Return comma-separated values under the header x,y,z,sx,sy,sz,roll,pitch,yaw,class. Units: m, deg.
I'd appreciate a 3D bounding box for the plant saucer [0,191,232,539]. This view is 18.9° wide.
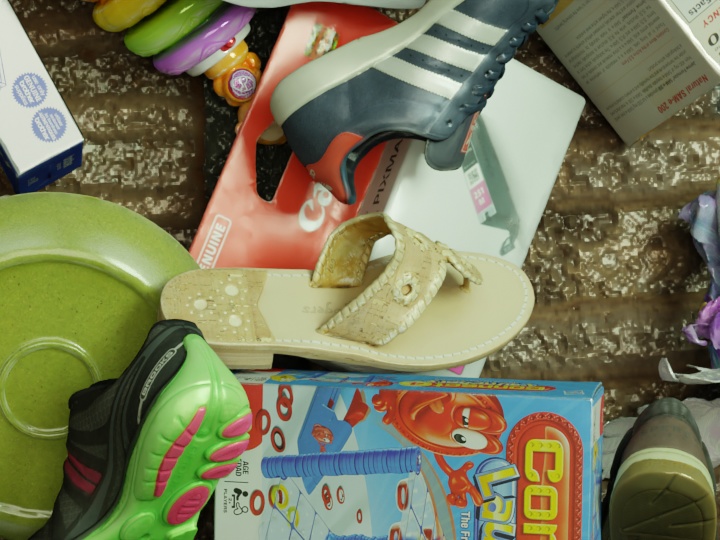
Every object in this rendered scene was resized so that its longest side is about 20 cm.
x,y,z,sx,sy,sz,roll,pitch,yaw,class
-0.165,0.059,1.153,0.198,0.031,0.202,-3,108,-8,plant saucer

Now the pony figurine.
x,y,z,sx,sy,sz,roll,pitch,yaw,class
0.228,0.052,1.204,0.191,0.167,0.202,9,68,-15,pony figurine

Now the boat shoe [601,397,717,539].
x,y,z,sx,sy,sz,roll,pitch,yaw,class
0.161,0.145,1.165,0.071,0.202,0.066,10,52,10,boat shoe

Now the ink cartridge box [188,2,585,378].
x,y,z,sx,sy,sz,roll,pitch,yaw,class
0.014,-0.042,1.203,0.173,0.043,0.201,26,81,-22,ink cartridge box

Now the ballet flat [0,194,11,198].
x,y,z,sx,sy,sz,roll,pitch,yaw,class
-0.214,-0.016,1.180,0.199,0.069,0.072,25,53,-13,ballet flat

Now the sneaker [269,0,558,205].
x,y,z,sx,sy,sz,roll,pitch,yaw,class
0.054,-0.103,1.152,0.199,0.075,0.085,-29,84,12,sneaker

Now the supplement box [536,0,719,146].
x,y,z,sx,sy,sz,roll,pitch,yaw,class
0.137,-0.182,1.209,0.073,0.126,0.200,-39,92,-22,supplement box

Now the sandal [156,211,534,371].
x,y,z,sx,sy,sz,roll,pitch,yaw,class
0.002,0.004,1.124,0.210,0.070,0.078,-4,51,-17,sandal

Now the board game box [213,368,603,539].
x,y,z,sx,sy,sz,roll,pitch,yaw,class
0.024,0.155,1.115,0.194,0.056,0.202,1,94,12,board game box

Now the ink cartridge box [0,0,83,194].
x,y,z,sx,sy,sz,roll,pitch,yaw,class
-0.215,-0.141,1.173,0.044,0.094,0.201,-29,89,-10,ink cartridge box

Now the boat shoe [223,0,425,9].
x,y,z,sx,sy,sz,roll,pitch,yaw,class
-0.032,-0.178,1.152,0.199,0.069,0.057,-4,126,-45,boat shoe

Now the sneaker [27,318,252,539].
x,y,z,sx,sy,sz,roll,pitch,yaw,class
-0.120,0.102,1.118,0.076,0.200,0.084,11,43,-37,sneaker

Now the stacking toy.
x,y,z,sx,sy,sz,roll,pitch,yaw,class
-0.101,-0.149,1.199,0.116,0.110,0.200,-43,106,-19,stacking toy
